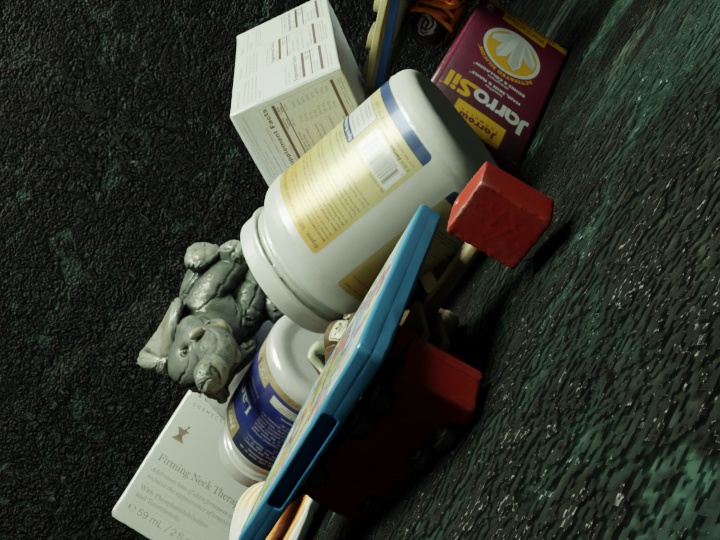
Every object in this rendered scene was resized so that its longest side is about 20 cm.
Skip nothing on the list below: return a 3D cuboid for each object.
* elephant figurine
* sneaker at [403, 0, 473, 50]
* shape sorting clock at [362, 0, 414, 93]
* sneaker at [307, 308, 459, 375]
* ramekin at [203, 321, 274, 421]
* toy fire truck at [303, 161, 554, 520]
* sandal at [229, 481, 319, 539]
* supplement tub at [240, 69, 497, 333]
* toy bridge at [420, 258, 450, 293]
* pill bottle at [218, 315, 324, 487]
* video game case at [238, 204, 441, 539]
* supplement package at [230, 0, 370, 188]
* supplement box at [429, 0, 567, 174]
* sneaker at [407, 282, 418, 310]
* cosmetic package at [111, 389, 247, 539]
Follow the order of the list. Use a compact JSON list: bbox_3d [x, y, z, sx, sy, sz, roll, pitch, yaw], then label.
[{"bbox_3d":[-0.163,0.073,0.813,0.156,0.140,0.201,81,-160,-45],"label":"elephant figurine"},{"bbox_3d":[0.088,-0.275,0.771,0.113,0.077,0.200,-58,-6,21],"label":"sneaker"},{"bbox_3d":[0.034,-0.290,0.827,0.200,0.039,0.202,19,-90,-85],"label":"shape sorting clock"},{"bbox_3d":[0.006,0.067,0.605,0.071,0.075,0.200,-59,4,-28],"label":"sneaker"},{"bbox_3d":[-0.108,0.113,0.982,0.094,0.202,0.203,-44,9,25],"label":"ramekin"},{"bbox_3d":[0.036,0.048,0.467,0.201,0.048,0.142,-57,8,43],"label":"toy fire truck"},{"bbox_3d":[-0.090,0.231,0.695,0.080,0.059,0.207,-60,4,-35],"label":"sandal"},{"bbox_3d":[0.010,-0.052,0.655,0.199,0.145,0.145,-37,10,19],"label":"supplement tub"},{"bbox_3d":[0.000,0.000,0.772,0.198,0.027,0.067,-8,37,35],"label":"toy bridge"},{"bbox_3d":[-0.073,0.140,0.800,0.201,0.115,0.116,-56,4,41],"label":"pill bottle"},{"bbox_3d":[-0.014,0.069,0.490,0.201,0.018,0.144,-60,2,38],"label":"video game case"},{"bbox_3d":[-0.046,-0.156,0.787,0.110,0.157,0.201,-21,36,9],"label":"supplement package"},{"bbox_3d":[0.121,-0.171,0.784,0.201,0.110,0.086,-61,6,-37],"label":"supplement box"},{"bbox_3d":[0.014,0.052,0.857,0.200,0.078,0.097,-172,86,-81],"label":"sneaker"},{"bbox_3d":[-0.202,0.276,1.038,0.201,0.166,0.166,-60,3,-20],"label":"cosmetic package"}]
